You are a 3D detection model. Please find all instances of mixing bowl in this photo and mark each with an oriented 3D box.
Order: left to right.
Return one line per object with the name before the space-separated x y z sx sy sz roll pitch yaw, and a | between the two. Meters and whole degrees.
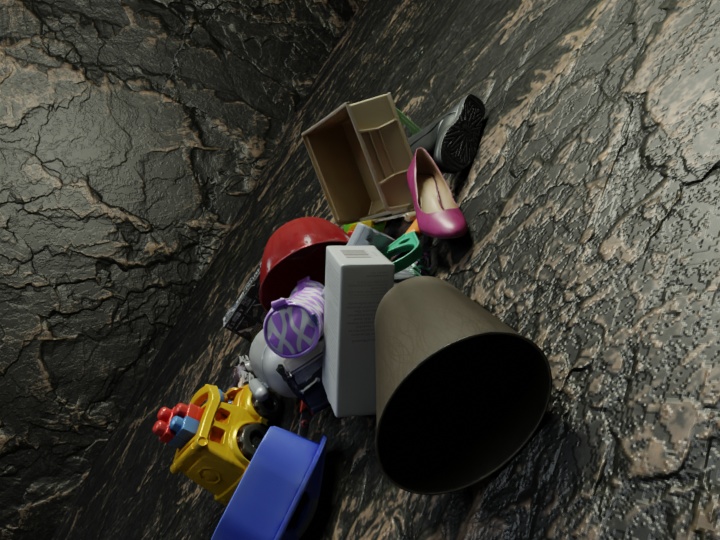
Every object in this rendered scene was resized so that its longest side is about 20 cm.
mixing bowl | -0.091 -0.019 1.034 0.200 0.199 0.109 -46 51 28

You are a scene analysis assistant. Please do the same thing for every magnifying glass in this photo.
magnifying glass | 0.070 -0.043 0.893 0.079 0.023 0.200 -17 17 31

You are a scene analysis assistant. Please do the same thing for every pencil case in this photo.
pencil case | -0.089 0.066 0.886 0.083 0.086 0.200 -28 4 6

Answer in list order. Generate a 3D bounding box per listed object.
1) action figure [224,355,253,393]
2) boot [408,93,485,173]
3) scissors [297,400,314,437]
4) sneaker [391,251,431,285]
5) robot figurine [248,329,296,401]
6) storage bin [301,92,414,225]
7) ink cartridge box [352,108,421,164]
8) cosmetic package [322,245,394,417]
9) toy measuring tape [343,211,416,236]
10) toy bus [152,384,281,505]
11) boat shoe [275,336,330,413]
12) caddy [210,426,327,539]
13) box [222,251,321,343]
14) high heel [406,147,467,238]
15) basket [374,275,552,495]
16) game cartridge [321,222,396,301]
action figure | -0.271 0.263 1.271 0.200 0.069 0.130 -51 14 7
boot | 0.119 -0.202 1.049 0.199 0.066 0.166 -22 33 54
scissors | -0.088 0.217 0.903 0.201 0.073 0.014 -65 9 -16
sneaker | 0.070 0.014 0.839 0.088 0.074 0.200 -50 20 5
robot figurine | -0.123 0.151 1.016 0.170 0.113 0.200 -49 18 -16
storage bin | 0.003 -0.187 1.072 0.093 0.200 0.200 -25 8 -26
ink cartridge box | 0.036 -0.219 1.204 0.200 0.104 0.059 -47 13 24
cosmetic package | -0.006 0.076 0.782 0.101 0.070 0.202 -130 41 -69
toy measuring tape | 0.032 -0.057 1.054 0.199 0.073 0.074 -6 53 52
toy bus | -0.252 0.268 1.035 0.136 0.191 0.201 -46 21 30
boat shoe | -0.020 0.129 0.893 0.199 0.093 0.075 -31 5 -10
caddy | -0.109 0.301 0.782 0.201 0.104 0.141 -63 -2 -14
box | -0.144 0.057 1.144 0.201 0.157 0.050 -56 20 4
high heel | 0.107 -0.115 0.882 0.200 0.067 0.097 -123 24 -64
basket | 0.080 0.095 0.615 0.181 0.136 0.200 -49 18 11
game cartridge | 0.000 0.000 0.917 0.134 0.041 0.200 -59 -12 5
